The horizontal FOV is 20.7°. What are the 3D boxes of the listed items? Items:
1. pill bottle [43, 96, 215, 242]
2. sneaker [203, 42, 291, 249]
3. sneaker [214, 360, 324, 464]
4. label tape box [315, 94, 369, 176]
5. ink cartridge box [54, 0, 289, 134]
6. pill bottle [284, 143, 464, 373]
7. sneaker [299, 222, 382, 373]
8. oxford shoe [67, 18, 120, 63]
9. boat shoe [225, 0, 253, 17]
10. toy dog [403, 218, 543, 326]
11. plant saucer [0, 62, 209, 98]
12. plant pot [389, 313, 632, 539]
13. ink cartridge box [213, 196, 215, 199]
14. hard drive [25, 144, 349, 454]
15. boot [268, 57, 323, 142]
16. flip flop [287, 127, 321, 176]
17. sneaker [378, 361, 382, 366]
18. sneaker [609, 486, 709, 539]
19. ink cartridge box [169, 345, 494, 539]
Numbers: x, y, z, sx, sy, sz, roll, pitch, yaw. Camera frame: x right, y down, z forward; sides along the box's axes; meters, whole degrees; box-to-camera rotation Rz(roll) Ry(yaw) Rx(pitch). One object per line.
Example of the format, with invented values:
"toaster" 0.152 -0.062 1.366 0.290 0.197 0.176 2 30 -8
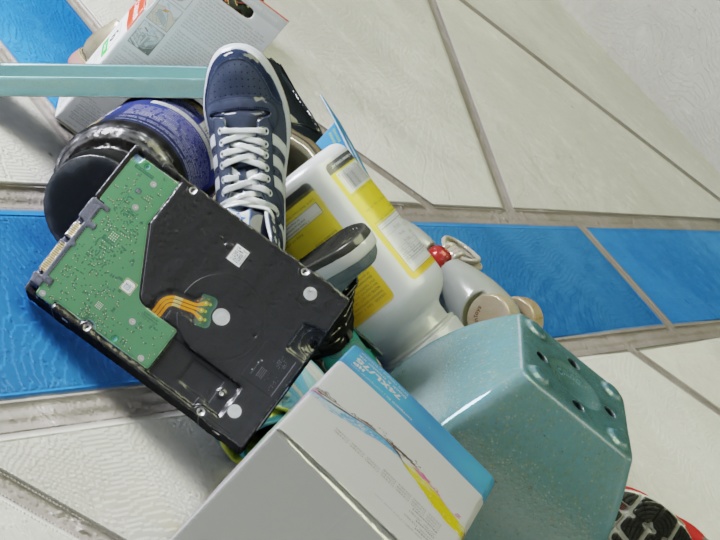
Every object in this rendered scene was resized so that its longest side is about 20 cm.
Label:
"pill bottle" -0.183 -0.074 1.595 0.112 0.112 0.200 42 19 -2
"sneaker" -0.094 -0.074 1.570 0.069 0.202 0.109 -2 17 6
"sneaker" -0.105 0.071 1.501 0.200 0.080 0.131 39 19 -9
"label tape box" -0.005 -0.045 1.841 0.200 0.066 0.144 59 3 -48
"ink cartridge box" -0.164 -0.182 1.719 0.109 0.200 0.050 35 21 -20
"pill bottle" 0.000 0.000 1.686 0.200 0.112 0.112 52 20 -1
"sneaker" -0.020 0.048 1.586 0.121 0.200 0.084 50 55 -3
"oxford shoe" -0.193 -0.198 1.886 0.071 0.074 0.200 49 20 16
"boat shoe" -0.158 -0.292 2.173 0.201 0.073 0.064 12 71 -72
"toy dog" 0.089 0.036 1.972 0.131 0.097 0.200 22 14 -40
"plant saucer" -0.218 -0.160 1.654 0.198 0.019 0.070 0 17 0
"plant pot" 0.105 0.154 1.555 0.196 0.200 0.196 38 21 -12
"ink cartridge box" -0.069 -0.008 1.779 0.199 0.057 0.163 27 24 -27
"hard drive" -0.127 0.021 1.448 0.199 0.140 0.038 35 -16 4
"boot" -0.093 -0.141 1.959 0.169 0.076 0.200 53 18 20
"flip flop" -0.085 -0.106 1.795 0.057 0.081 0.200 -27 68 -29
"sneaker" 0.092 0.105 1.795 0.200 0.086 0.080 42 17 -5
"sneaker" 0.281 0.259 1.898 0.200 0.077 0.085 38 8 -34
"ink cartridge box" -0.022 0.173 1.348 0.146 0.147 0.200 44 19 1
